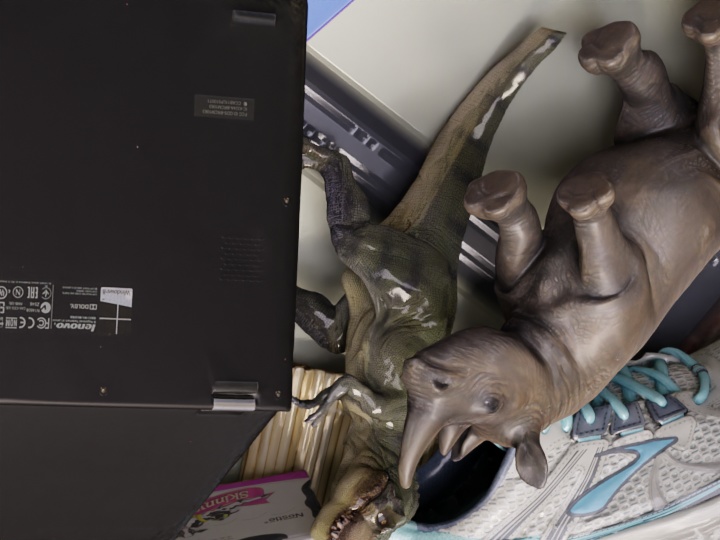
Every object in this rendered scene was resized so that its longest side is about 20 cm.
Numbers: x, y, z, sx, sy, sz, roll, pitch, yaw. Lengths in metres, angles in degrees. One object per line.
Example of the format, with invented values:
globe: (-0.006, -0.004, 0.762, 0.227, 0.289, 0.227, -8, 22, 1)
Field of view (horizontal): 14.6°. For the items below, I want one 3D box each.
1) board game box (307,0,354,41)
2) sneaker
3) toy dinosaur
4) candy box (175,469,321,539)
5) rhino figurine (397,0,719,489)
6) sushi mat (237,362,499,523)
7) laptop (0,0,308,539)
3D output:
board game box: (-0.037, -0.150, 0.921, 0.200, 0.045, 0.135, -40, 112, 2)
sneaker: (0.081, 0.065, 0.996, 0.200, 0.078, 0.086, -33, 113, -6)
toy dinosaur: (0.000, 0.000, 0.974, 0.088, 0.047, 0.201, 17, 81, 4)
candy box: (-0.068, 0.182, 1.004, 0.136, 0.061, 0.201, -9, 111, -9)
rhino figurine: (0.074, 0.000, 0.953, 0.200, 0.060, 0.088, -51, 136, -25)
sushi mat: (-0.009, 0.132, 1.040, 0.095, 0.012, 0.201, 7, 106, -16)
laptop: (-0.127, 0.010, 0.848, 0.187, 0.116, 0.201, 3, 89, -31)
